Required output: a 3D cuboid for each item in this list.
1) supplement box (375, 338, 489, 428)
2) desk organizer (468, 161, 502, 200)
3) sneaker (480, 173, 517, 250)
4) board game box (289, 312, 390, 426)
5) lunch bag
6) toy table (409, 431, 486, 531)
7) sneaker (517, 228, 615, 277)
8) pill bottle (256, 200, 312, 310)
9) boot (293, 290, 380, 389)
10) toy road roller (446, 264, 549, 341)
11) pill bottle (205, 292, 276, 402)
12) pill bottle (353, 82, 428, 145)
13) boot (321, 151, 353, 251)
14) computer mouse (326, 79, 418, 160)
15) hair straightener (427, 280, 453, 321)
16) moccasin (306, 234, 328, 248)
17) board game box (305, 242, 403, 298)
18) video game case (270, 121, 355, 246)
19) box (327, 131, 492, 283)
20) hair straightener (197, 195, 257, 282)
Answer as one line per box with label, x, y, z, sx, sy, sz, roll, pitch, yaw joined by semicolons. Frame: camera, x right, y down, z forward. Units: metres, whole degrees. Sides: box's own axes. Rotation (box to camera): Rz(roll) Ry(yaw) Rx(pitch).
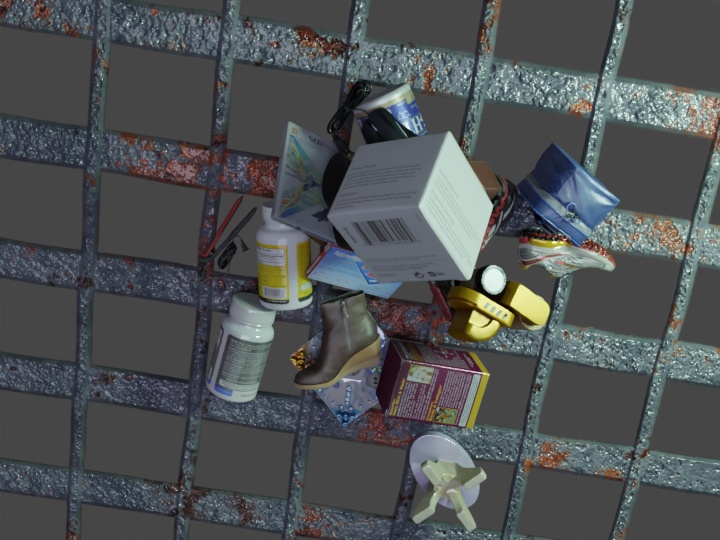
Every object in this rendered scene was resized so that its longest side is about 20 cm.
supplement box;0.146;0.234;1.739;0.196;0.103;0.133;12;108;-16
desk organizer;0.172;-0.119;1.615;0.200;0.076;0.072;-47;63;37
sneaker;0.247;-0.097;1.665;0.071;0.097;0.203;42;121;31
board game box;-0.018;0.205;1.794;0.199;0.026;0.201;-36;102;11
lunch bag;0.383;-0.134;1.594;0.135;0.201;0.133;35;107;-14
toy table;0.182;0.456;1.816;0.199;0.117;0.184;41;104;-11
sneaker;0.410;-0.026;1.697;0.196;0.078;0.084;11;111;8
pill bottle;-0.151;-0.033;1.683;0.109;0.112;0.204;0;107;1
boot;-0.062;0.140;1.722;0.197;0.072;0.169;-19;111;-5
toy road roller;0.258;0.087;1.668;0.198;0.123;0.148;30;78;-18
pill bottle;-0.242;0.156;1.740;0.112;0.114;0.203;17;106;-4
pill bottle;0.073;-0.241;1.612;0.118;0.120;0.203;-22;105;8
boot;0.021;-0.117;1.600;0.068;0.198;0.192;-28;68;31
computer mouse;0.023;-0.230;1.541;0.200;0.046;0.140;47;124;-2
hair straightener;0.163;0.001;1.724;0.076;0.041;0.202;-33;98;-16
moccasin;-0.062;-0.081;1.642;0.077;0.074;0.202;-1;142;39
board game box;0.000;0.000;1.672;0.197;0.020;0.103;15;136;-31
video game case;-0.076;-0.158;1.592;0.180;0.204;0.022;21;152;-30
box;0.090;-0.103;1.466;0.196;0.173;0.200;-3;142;37
hair straightener;-0.266;-0.050;1.717;0.076;0.041;0.201;34;104;-8
